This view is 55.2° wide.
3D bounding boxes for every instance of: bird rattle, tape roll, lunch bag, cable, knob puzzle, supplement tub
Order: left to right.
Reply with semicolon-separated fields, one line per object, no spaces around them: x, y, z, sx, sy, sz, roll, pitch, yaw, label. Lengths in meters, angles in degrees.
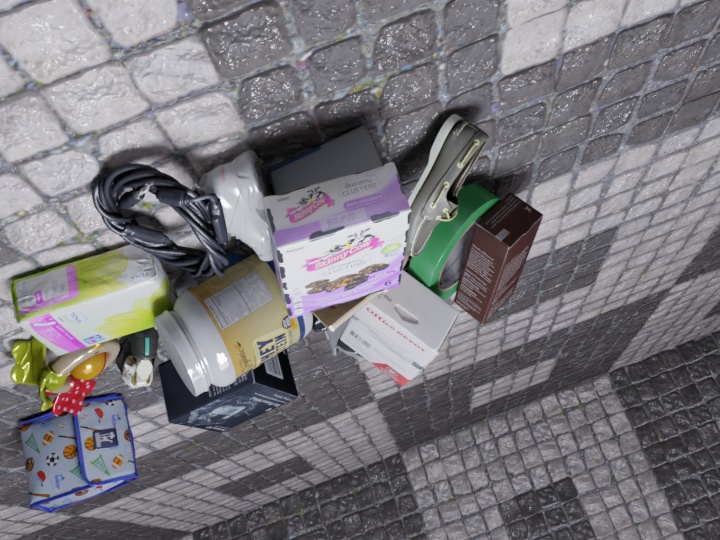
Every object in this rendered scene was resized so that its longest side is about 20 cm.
-0.460;0.167;1.116;0.161;0.114;0.201;-35;160;-7;bird rattle
-0.539;0.350;1.334;0.194;0.174;0.124;-16;161;-7;lunch bag
-0.237;-0.049;0.838;0.158;0.052;0.202;10;152;1;cable
-0.181;0.074;0.993;0.197;0.146;0.145;-30;161;-23;supplement tub
0.000;0.000;1.046;0.215;0.222;0.031;-26;121;12;knob puzzle
0.155;-0.041;1.118;0.200;0.048;0.203;-43;156;-25;tape roll

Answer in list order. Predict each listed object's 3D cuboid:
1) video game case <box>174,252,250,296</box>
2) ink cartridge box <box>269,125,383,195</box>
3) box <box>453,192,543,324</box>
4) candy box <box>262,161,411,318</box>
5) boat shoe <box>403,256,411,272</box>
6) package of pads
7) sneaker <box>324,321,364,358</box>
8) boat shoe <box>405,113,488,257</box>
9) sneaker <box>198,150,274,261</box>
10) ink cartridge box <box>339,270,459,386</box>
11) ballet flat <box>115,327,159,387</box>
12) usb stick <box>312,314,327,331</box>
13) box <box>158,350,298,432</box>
-0.238;0.035;1.110;0.141;0.018;0.199;8;142;-46;video game case
-0.021;-0.087;0.950;0.141;0.087;0.200;-23;154;6;ink cartridge box
0.223;-0.015;1.134;0.100;0.074;0.203;-38;154;-31;box
-0.029;-0.031;0.868;0.163;0.073;0.201;-16;155;-9;candy box
0.085;-0.024;1.151;0.073;0.095;0.201;-5;151;-30;boat shoe
-0.364;0.041;0.964;0.194;0.070;0.155;-18;157;-9;package of pads
0.022;0.111;1.350;0.196;0.118;0.075;-26;155;13;sneaker
0.108;-0.105;0.938;0.072;0.059;0.206;-17;133;-62;boat shoe
-0.158;-0.076;0.897;0.096;0.080;0.202;-12;148;1;sneaker
0.059;0.091;1.122;0.084;0.145;0.201;-53;176;-26;ink cartridge box
-0.378;0.157;1.167;0.066;0.070;0.201;-4;156;-22;ballet flat
-0.058;0.047;1.117;0.054;0.033;0.201;-26;-162;2;usb stick
-0.256;0.221;1.358;0.196;0.120;0.196;-25;155;12;box
